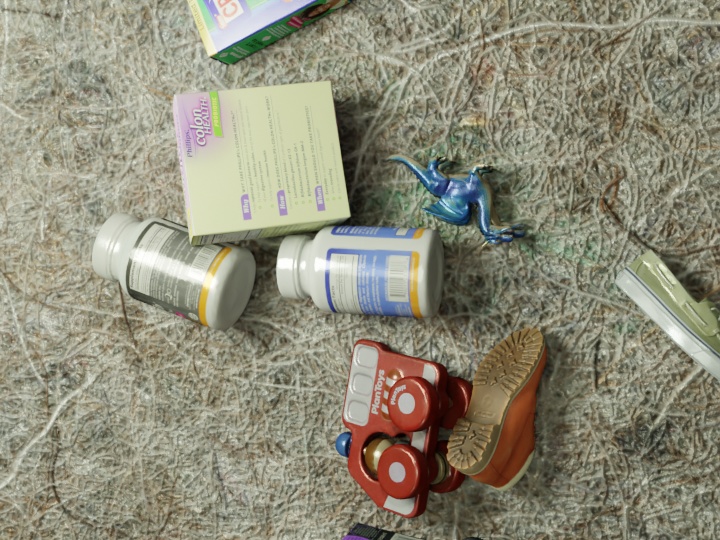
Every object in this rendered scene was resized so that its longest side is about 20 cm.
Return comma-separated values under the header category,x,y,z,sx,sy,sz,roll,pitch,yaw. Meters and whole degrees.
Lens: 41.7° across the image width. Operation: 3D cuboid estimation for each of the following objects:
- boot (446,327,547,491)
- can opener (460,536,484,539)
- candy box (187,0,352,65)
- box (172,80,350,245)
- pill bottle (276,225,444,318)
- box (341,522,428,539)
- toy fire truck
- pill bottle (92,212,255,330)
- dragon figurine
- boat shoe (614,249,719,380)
category,x,y,z,sx,sy,sz,roll,pitch,yaw
boot,0.187,0.173,1.171,0.075,0.107,0.201,10,67,52
can opener,0.196,0.376,1.171,0.198,0.079,0.064,11,85,7
candy box,-0.135,-0.395,1.258,0.199,0.077,0.170,-24,84,16
box,-0.128,-0.134,1.202,0.198,0.097,0.178,-8,86,-14
pill bottle,0.000,0.000,1.201,0.198,0.112,0.113,3,91,17
box,0.015,0.440,1.190,0.105,0.122,0.202,10,93,15
toy fire truck,0.044,0.200,1.202,0.167,0.112,0.202,11,93,40
pill bottle,-0.251,-0.004,1.272,0.199,0.116,0.117,19,95,16
dragon figurine,0.113,-0.090,1.195,0.198,0.059,0.100,13,93,14
boat shoe,0.389,0.059,1.109,0.200,0.072,0.062,45,104,14
